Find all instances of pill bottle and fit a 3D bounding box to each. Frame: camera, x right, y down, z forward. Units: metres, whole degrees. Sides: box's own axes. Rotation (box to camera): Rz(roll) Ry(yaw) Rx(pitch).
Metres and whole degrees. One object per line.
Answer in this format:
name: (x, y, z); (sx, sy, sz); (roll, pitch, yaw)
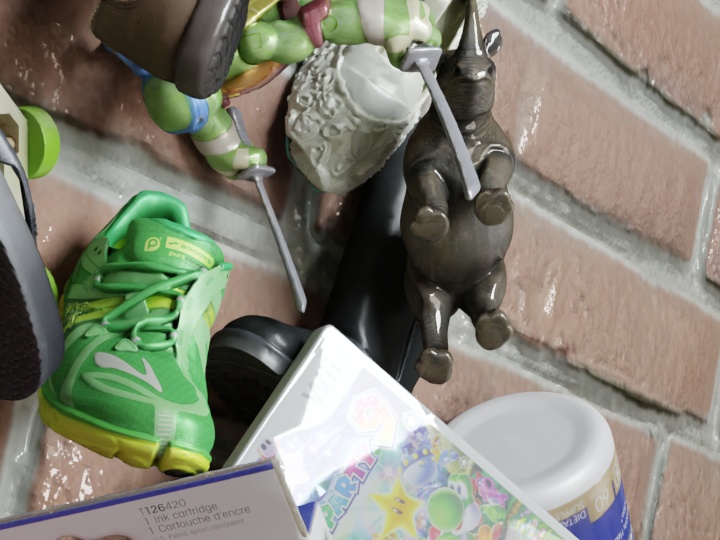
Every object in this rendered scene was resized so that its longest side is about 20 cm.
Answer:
pill bottle: (0.114, 0.185, 1.303); (0.116, 0.115, 0.201); (-45, 130, -42)

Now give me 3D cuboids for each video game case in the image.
video game case: (0.018, 0.144, 1.048); (0.200, 0.018, 0.144); (41, 64, -14)

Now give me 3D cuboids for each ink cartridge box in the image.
ink cartridge box: (-0.099, 0.165, 0.930); (0.047, 0.196, 0.201); (-89, 164, -57)

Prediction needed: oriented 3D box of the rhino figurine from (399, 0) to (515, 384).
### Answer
rhino figurine: (0.050, -0.047, 1.082); (0.088, 0.059, 0.201); (-90, 180, -57)

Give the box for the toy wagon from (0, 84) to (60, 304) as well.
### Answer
toy wagon: (-0.192, 0.008, 0.894); (0.155, 0.039, 0.202); (-10, 104, -54)

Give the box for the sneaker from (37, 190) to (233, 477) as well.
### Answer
sneaker: (-0.097, 0.022, 0.925); (0.074, 0.200, 0.084); (17, 111, -18)

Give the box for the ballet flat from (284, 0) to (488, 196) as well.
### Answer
ballet flat: (0.021, -0.126, 1.154); (0.200, 0.071, 0.072); (-58, 138, -38)

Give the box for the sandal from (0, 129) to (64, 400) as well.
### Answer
sandal: (-0.156, -0.037, 0.836); (0.043, 0.076, 0.201); (-41, 128, -42)

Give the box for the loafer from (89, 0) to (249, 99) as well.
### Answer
loafer: (-0.071, -0.169, 0.953); (0.073, 0.070, 0.201); (107, -1, -52)

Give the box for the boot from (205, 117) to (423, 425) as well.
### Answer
boot: (0.000, 0.000, 1.149); (0.201, 0.065, 0.165); (-65, 148, -22)

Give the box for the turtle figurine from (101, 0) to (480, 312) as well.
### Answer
turtle figurine: (-0.015, -0.099, 1.049); (0.194, 0.199, 0.144); (-59, 173, -37)
